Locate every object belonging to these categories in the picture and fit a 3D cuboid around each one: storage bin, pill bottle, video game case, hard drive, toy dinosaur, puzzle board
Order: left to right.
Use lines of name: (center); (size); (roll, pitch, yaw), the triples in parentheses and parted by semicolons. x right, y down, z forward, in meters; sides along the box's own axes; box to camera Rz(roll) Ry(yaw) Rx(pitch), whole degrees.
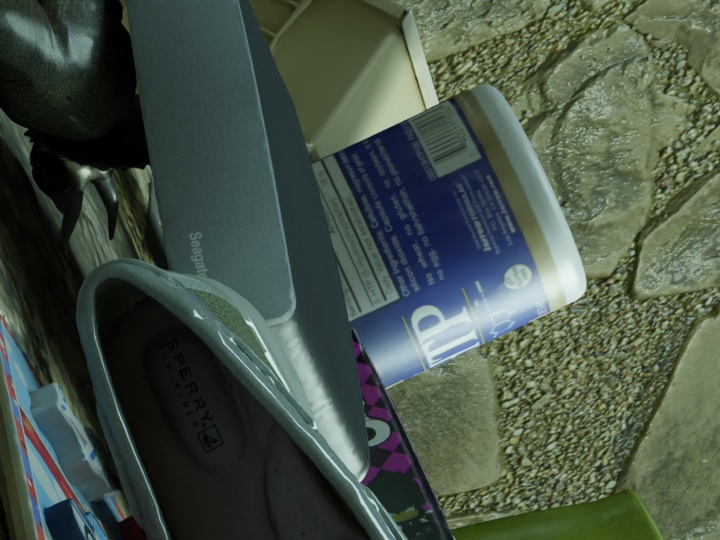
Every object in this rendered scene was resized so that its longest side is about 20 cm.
toy dinosaur: (-0.109, -0.081, 0.790); (0.102, 0.077, 0.200); (58, -4, 10)
puzzle board: (-0.050, 0.120, 0.616); (0.151, 0.017, 0.200); (-115, 179, -51)
hard drive: (-0.041, -0.024, 0.792); (0.135, 0.042, 0.200); (67, 8, -50)
storage bin: (-0.063, -0.104, 1.254); (0.198, 0.094, 0.200); (30, -13, 20)
pill bottle: (0.000, 0.000, 1.125); (0.120, 0.200, 0.120); (-25, 90, -89)
video game case: (0.009, 0.154, 1.004); (0.200, 0.036, 0.182); (96, -25, -54)

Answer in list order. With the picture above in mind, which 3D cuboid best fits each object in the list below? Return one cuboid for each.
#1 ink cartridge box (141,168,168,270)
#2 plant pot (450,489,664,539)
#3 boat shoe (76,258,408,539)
ink cartridge box: (-0.055, 0.072, 0.862); (0.200, 0.050, 0.161); (63, 1, -13)
plant pot: (0.098, 0.221, 1.291); (0.200, 0.193, 0.201); (155, -90, -90)
boat shoe: (-0.020, 0.087, 0.625); (0.202, 0.074, 0.065); (62, 6, 15)
